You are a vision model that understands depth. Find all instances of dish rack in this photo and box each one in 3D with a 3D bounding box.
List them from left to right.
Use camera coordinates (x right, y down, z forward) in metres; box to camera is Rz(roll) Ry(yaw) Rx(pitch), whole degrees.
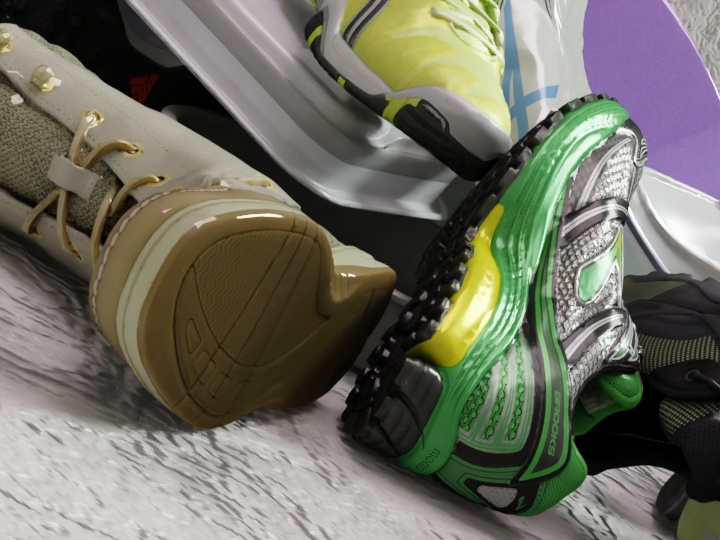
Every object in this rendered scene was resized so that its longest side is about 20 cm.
[{"bbox_3d":[-0.039,-0.106,1.161,0.200,0.044,0.172,48,14,17],"label":"dish rack"}]

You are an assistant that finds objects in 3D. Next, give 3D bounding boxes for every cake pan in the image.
[{"bbox_3d":[0.000,0.000,1.099,0.200,0.037,0.200,30,10,-6],"label":"cake pan"}]

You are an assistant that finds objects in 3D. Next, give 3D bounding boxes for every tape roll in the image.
[{"bbox_3d":[0.119,-0.063,1.358,0.200,0.066,0.200,60,-12,22],"label":"tape roll"}]

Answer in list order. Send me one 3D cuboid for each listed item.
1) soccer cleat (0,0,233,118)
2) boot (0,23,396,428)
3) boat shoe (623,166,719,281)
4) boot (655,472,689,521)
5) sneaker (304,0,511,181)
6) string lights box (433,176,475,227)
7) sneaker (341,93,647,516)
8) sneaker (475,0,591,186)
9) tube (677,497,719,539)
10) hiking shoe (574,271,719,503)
[{"bbox_3d":[-0.114,-0.096,1.168,0.200,0.068,0.073,28,6,-36],"label":"soccer cleat"},{"bbox_3d":[-0.081,-0.021,0.872,0.155,0.072,0.200,34,5,14],"label":"boot"},{"bbox_3d":[0.178,-0.002,1.243,0.200,0.065,0.074,31,39,-38],"label":"boat shoe"},{"bbox_3d":[0.225,0.112,1.114,0.174,0.069,0.200,49,34,17],"label":"boot"},{"bbox_3d":[0.024,-0.107,1.094,0.075,0.076,0.200,36,17,-31],"label":"sneaker"},{"bbox_3d":[0.032,-0.047,1.360,0.103,0.059,0.200,27,11,-31],"label":"string lights box"},{"bbox_3d":[0.063,0.014,0.982,0.085,0.078,0.200,37,45,-8],"label":"sneaker"},{"bbox_3d":[0.063,-0.073,1.161,0.072,0.072,0.200,45,39,-50],"label":"sneaker"},{"bbox_3d":[0.200,0.139,0.983,0.058,0.052,0.200,-21,49,-36],"label":"tube"},{"bbox_3d":[0.154,0.046,0.978,0.076,0.200,0.101,58,42,-27],"label":"hiking shoe"}]
